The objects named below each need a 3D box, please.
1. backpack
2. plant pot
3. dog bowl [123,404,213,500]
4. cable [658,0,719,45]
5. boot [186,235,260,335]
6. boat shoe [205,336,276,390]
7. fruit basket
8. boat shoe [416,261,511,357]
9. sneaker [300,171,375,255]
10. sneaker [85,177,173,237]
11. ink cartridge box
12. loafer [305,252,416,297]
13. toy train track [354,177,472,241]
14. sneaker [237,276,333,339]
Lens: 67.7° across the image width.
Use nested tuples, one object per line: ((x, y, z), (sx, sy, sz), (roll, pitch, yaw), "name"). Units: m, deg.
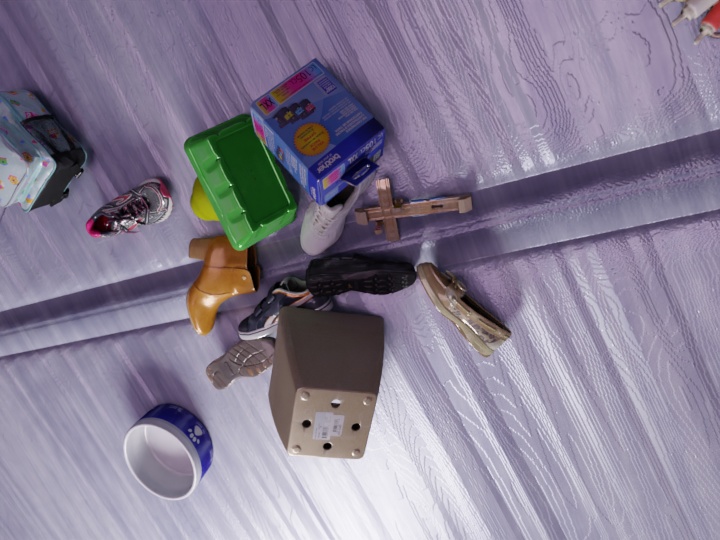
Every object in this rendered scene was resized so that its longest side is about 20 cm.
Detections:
((-0.655, -0.235, 1.023), (0.174, 0.153, 0.203), (-37, 89, 32), "backpack")
((-0.055, 0.207, 0.930), (0.192, 0.178, 0.206), (7, 115, -12), "plant pot")
((-0.439, 0.415, 1.231), (0.192, 0.079, 0.208), (7, 112, 16), "dog bowl")
((0.466, -0.366, 0.642), (0.097, 0.050, 0.200), (43, 118, -2), "cable")
((-0.259, 0.037, 1.030), (0.139, 0.071, 0.209), (7, 107, 19), "boot")
((-0.228, 0.171, 1.072), (0.196, 0.073, 0.076), (-24, 98, 30), "boat shoe")
((-0.216, -0.147, 0.932), (0.216, 0.153, 0.219), (47, 155, 30), "fruit basket")
((0.170, 0.054, 0.896), (0.062, 0.074, 0.200), (-39, 105, 20), "boat shoe")
((-0.054, -0.103, 0.891), (0.077, 0.100, 0.203), (33, 117, 2), "sneaker")
((-0.443, -0.110, 1.037), (0.195, 0.075, 0.083), (-23, 102, 24), "sneaker")
((-0.054, -0.198, 0.806), (0.135, 0.077, 0.201), (-39, 75, -15), "ink cartridge box")
((0.000, 0.000, 0.931), (0.192, 0.072, 0.069), (-3, 142, 4), "loafer")
((0.084, -0.094, 0.873), (0.192, 0.033, 0.118), (-6, 124, 14), "toy train track")
((-0.151, 0.062, 1.001), (0.194, 0.079, 0.082), (-20, 109, 12), "sneaker")
